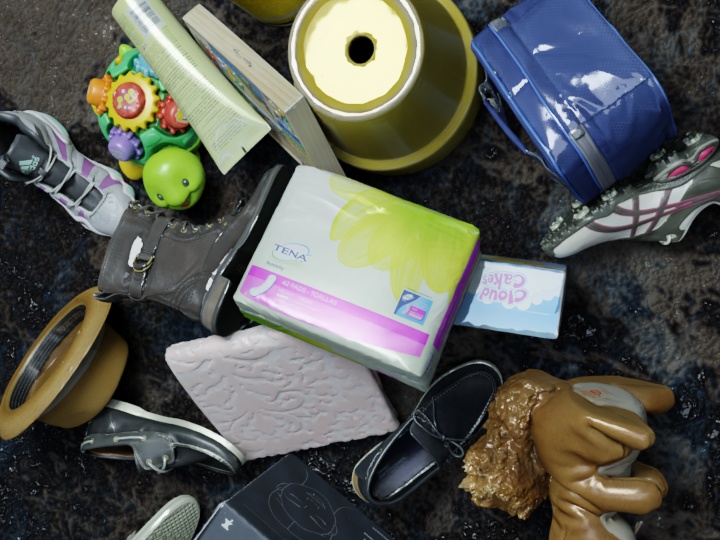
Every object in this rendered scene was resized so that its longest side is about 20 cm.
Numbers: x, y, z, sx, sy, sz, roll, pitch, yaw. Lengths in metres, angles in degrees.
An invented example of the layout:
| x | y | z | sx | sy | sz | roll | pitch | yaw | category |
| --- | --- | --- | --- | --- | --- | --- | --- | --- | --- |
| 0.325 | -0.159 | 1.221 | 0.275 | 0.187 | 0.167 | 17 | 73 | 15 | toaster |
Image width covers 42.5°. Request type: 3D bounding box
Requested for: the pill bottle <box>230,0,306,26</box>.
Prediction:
| x | y | z | sx | sy | sz | roll | pitch | yaw | category |
| --- | --- | --- | --- | --- | --- | --- | --- | --- | --- |
| -0.107 | -0.323 | 0.934 | 0.110 | 0.200 | 0.113 | 1 | 93 | 13 | pill bottle |

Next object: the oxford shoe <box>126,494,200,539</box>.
| x | y | z | sx | sy | sz | roll | pitch | yaw | category |
| --- | --- | --- | --- | --- | --- | --- | --- | --- | --- |
| -0.259 | 0.332 | 1.068 | 0.201 | 0.075 | 0.058 | -53 | 44 | 8 | oxford shoe |

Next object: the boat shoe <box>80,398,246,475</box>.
| x | y | z | sx | sy | sz | roll | pitch | yaw | category |
| --- | --- | --- | --- | --- | --- | --- | --- | --- | --- |
| -0.221 | 0.202 | 1.039 | 0.197 | 0.072 | 0.068 | 11 | 57 | 18 | boat shoe |

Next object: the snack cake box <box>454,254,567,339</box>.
| x | y | z | sx | sy | sz | roll | pitch | yaw | category |
| --- | --- | --- | --- | --- | --- | --- | --- | --- | --- |
| 0.107 | 0.017 | 0.937 | 0.197 | 0.115 | 0.068 | 8 | 94 | 13 | snack cake box |

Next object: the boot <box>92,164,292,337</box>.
| x | y | z | sx | sy | sz | roll | pitch | yaw | category |
| --- | --- | --- | --- | --- | --- | --- | --- | --- | --- |
| -0.173 | -0.039 | 0.941 | 0.172 | 0.069 | 0.202 | 20 | 75 | 25 | boot |

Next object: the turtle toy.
| x | y | z | sx | sy | sz | roll | pitch | yaw | category |
| --- | --- | --- | --- | --- | --- | --- | --- | --- | --- |
| -0.225 | -0.161 | 1.020 | 0.144 | 0.101 | 0.202 | -27 | 85 | 13 | turtle toy |

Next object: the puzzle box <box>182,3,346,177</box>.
| x | y | z | sx | sy | sz | roll | pitch | yaw | category |
| --- | --- | --- | --- | --- | --- | --- | --- | --- | --- |
| -0.097 | -0.174 | 0.936 | 0.025 | 0.133 | 0.200 | -40 | 54 | -6 | puzzle box |

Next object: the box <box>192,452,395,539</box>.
| x | y | z | sx | sy | sz | roll | pitch | yaw | category |
| --- | --- | --- | --- | --- | --- | --- | --- | --- | --- |
| -0.061 | 0.315 | 0.947 | 0.199 | 0.196 | 0.125 | 38 | 100 | 10 | box |

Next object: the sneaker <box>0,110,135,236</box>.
| x | y | z | sx | sy | sz | roll | pitch | yaw | category |
| --- | --- | --- | --- | --- | --- | --- | --- | --- | --- |
| -0.348 | -0.107 | 1.031 | 0.199 | 0.140 | 0.078 | 38 | 100 | 10 | sneaker |

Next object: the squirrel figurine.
| x | y | z | sx | sy | sz | roll | pitch | yaw | category |
| --- | --- | --- | --- | --- | --- | --- | --- | --- | --- |
| 0.204 | 0.206 | 0.924 | 0.197 | 0.141 | 0.190 | 11 | 106 | 18 | squirrel figurine |

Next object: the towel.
| x | y | z | sx | sy | sz | roll | pitch | yaw | category |
| --- | --- | --- | --- | --- | --- | --- | --- | --- | --- |
| -0.076 | 0.123 | 0.971 | 0.197 | 0.033 | 0.192 | -13 | 133 | 15 | towel |

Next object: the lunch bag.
| x | y | z | sx | sy | sz | roll | pitch | yaw | category |
| --- | --- | --- | --- | --- | --- | --- | --- | --- | --- |
| 0.191 | -0.173 | 0.887 | 0.132 | 0.136 | 0.201 | -36 | 63 | 12 | lunch bag |

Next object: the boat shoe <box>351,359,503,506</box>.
| x | y | z | sx | sy | sz | roll | pitch | yaw | category |
| --- | --- | --- | --- | --- | --- | --- | --- | --- | --- |
| 0.074 | 0.173 | 0.964 | 0.200 | 0.062 | 0.075 | -41 | 97 | -1 | boat shoe |

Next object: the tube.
| x | y | z | sx | sy | sz | roll | pitch | yaw | category |
| --- | --- | --- | --- | --- | --- | --- | --- | --- | --- |
| -0.178 | -0.201 | 0.957 | 0.052 | 0.058 | 0.201 | -37 | 89 | -23 | tube |

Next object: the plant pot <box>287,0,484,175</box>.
| x | y | z | sx | sy | sz | roll | pitch | yaw | category |
| --- | --- | --- | --- | --- | --- | --- | --- | --- | --- |
| 0.017 | -0.201 | 0.914 | 0.198 | 0.189 | 0.204 | 1 | 92 | 13 | plant pot |

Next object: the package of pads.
| x | y | z | sx | sy | sz | roll | pitch | yaw | category |
| --- | --- | --- | --- | --- | --- | --- | --- | --- | --- |
| 0.000 | 0.000 | 0.856 | 0.198 | 0.068 | 0.156 | 20 | 73 | 17 | package of pads |

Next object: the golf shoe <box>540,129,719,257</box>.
| x | y | z | sx | sy | sz | roll | pitch | yaw | category |
| --- | --- | --- | --- | --- | --- | --- | --- | --- | --- |
| 0.275 | -0.054 | 0.916 | 0.199 | 0.077 | 0.089 | -31 | 99 | 18 | golf shoe |

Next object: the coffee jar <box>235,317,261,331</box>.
| x | y | z | sx | sy | sz | roll | pitch | yaw | category |
| --- | --- | --- | --- | --- | --- | --- | --- | --- | --- |
| -0.068 | -0.006 | 0.986 | 0.200 | 0.085 | 0.105 | -49 | 42 | 11 | coffee jar |

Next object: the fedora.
| x | y | z | sx | sy | sz | roll | pitch | yaw | category |
| --- | --- | --- | --- | --- | --- | --- | --- | --- | --- |
| -0.323 | 0.115 | 1.045 | 0.082 | 0.201 | 0.201 | 38 | 103 | -27 | fedora |
